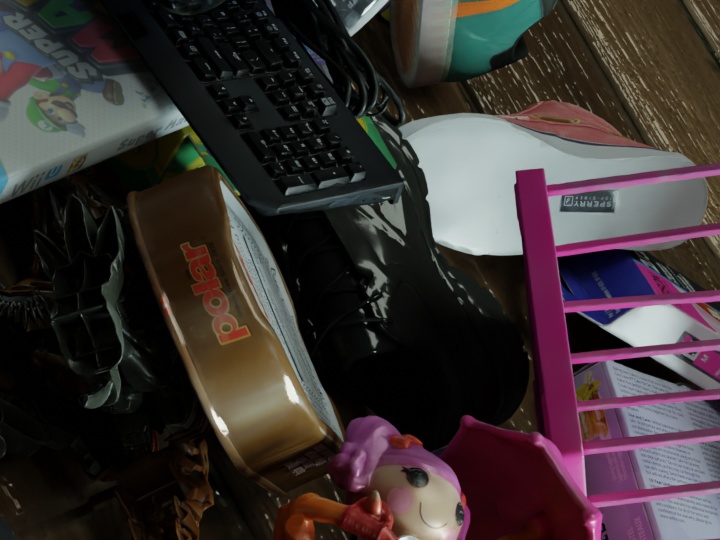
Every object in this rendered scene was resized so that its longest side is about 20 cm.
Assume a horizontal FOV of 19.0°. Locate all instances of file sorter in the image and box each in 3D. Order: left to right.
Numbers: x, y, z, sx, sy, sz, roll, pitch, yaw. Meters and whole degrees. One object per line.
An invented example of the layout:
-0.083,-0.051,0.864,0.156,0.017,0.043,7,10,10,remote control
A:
0.141,0.063,0.948,0.201,0.124,0.140,78,6,-56,file sorter

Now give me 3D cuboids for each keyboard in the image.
-0.048,-0.107,0.849,0.104,0.040,0.200,-10,55,-45,keyboard

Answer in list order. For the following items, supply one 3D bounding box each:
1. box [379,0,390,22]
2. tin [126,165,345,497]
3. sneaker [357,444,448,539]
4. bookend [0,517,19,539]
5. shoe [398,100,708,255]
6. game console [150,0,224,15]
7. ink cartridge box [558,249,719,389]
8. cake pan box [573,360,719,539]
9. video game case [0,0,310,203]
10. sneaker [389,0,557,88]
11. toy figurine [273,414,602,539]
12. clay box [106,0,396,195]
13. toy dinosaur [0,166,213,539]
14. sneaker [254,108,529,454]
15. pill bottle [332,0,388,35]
0.064,-0.261,1.211,0.096,0.176,0.201,35,37,-30,box
-0.044,0.024,0.829,0.113,0.042,0.200,63,0,12,tin
0.047,0.152,0.884,0.080,0.083,0.201,28,41,-37,sneaker
-0.215,0.079,0.578,0.199,0.092,0.200,51,32,-4,bookend
0.082,-0.052,1.152,0.199,0.072,0.091,4,15,-28,shoe
-0.055,-0.164,0.878,0.200,0.170,0.119,39,-21,34,game console
0.180,0.033,1.173,0.199,0.037,0.095,28,16,-20,ink cartridge box
0.190,0.152,1.118,0.199,0.052,0.185,18,49,-45,cake pan box
-0.126,-0.102,0.831,0.143,0.018,0.200,44,37,13,video game case
0.066,-0.172,1.105,0.079,0.200,0.072,-10,60,-14,sneaker
0.017,0.125,0.781,0.200,0.150,0.185,40,42,-18,toy figurine
-0.083,-0.097,0.919,0.114,0.048,0.200,-10,56,-48,clay box
-0.090,0.038,0.800,0.200,0.102,0.136,47,5,32,toy dinosaur
0.000,0.000,0.977,0.200,0.076,0.091,52,34,-4,sneaker
-0.067,-0.201,1.040,0.200,0.106,0.106,45,32,-17,pill bottle
